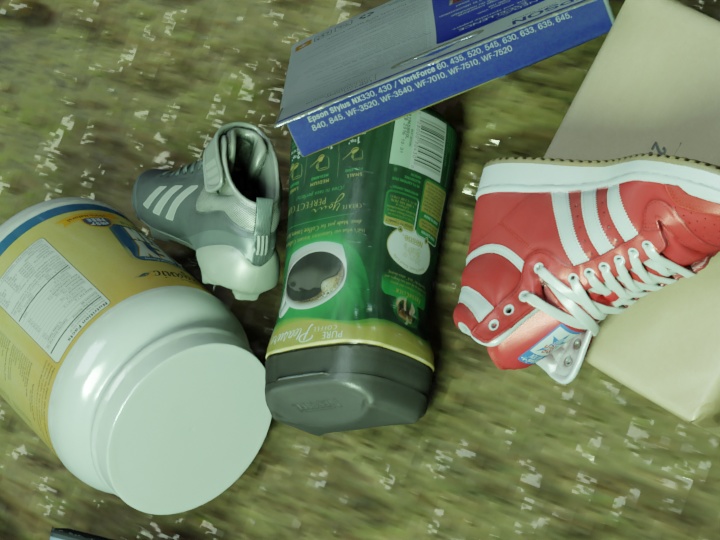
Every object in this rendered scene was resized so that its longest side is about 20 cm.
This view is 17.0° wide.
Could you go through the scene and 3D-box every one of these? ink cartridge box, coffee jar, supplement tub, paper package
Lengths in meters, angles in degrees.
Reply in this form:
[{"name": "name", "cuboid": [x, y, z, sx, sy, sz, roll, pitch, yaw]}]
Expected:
[{"name": "ink cartridge box", "cuboid": [0.049, -0.129, 1.402, 0.196, 0.047, 0.200, -21, 19, 8]}, {"name": "coffee jar", "cuboid": [0.000, 0.000, 1.483, 0.104, 0.085, 0.202, -10, 65, 42]}, {"name": "supplement tub", "cuboid": [-0.160, 0.055, 1.567, 0.200, 0.144, 0.145, 39, 100, 44]}, {"name": "paper package", "cuboid": [0.190, -0.028, 1.307, 0.190, 0.103, 0.201, 31, 94, 45]}]

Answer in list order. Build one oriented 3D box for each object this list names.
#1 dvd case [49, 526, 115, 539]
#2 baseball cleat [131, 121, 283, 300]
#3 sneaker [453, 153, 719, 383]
[{"name": "dvd case", "cuboid": [-0.159, 0.274, 1.534, 0.142, 0.017, 0.202, 6, 90, 44]}, {"name": "baseball cleat", "cuboid": [-0.093, -0.054, 1.575, 0.200, 0.069, 0.107, 38, 121, 56]}, {"name": "sneaker", "cuboid": [0.127, 0.002, 1.231, 0.199, 0.071, 0.113, 1, 70, 50]}]
